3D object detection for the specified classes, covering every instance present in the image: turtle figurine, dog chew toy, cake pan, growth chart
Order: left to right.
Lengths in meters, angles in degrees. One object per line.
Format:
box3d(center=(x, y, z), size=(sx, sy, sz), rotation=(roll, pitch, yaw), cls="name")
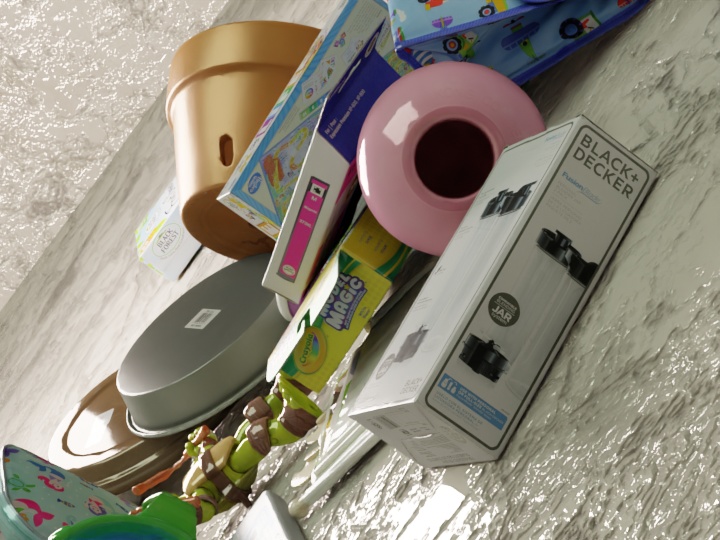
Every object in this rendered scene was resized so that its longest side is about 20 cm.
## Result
box3d(center=(-0.120, 0.055, 1.895), size=(0.200, 0.037, 0.200), rotation=(-32, 21, 14), cls="cake pan")
box3d(center=(-0.096, 0.142, 1.665), size=(0.161, 0.064, 0.200), rotation=(-45, 6, 11), cls="turtle figurine")
box3d(center=(0.011, 0.069, 1.569), size=(0.145, 0.018, 0.200), rotation=(-44, 17, 42), cls="growth chart")
box3d(center=(0.061, -0.072, 1.531), size=(0.125, 0.124, 0.200), rotation=(-54, 0, 2), cls="dog chew toy")

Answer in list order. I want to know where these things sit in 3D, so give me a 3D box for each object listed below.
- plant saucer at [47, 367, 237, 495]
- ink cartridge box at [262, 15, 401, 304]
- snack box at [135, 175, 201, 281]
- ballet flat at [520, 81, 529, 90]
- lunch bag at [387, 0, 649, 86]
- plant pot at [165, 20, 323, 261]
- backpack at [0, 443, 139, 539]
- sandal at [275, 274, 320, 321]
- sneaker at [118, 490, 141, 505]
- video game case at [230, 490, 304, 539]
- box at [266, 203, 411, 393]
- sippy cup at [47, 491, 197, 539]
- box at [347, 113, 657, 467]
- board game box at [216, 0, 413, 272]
box3d(center=(-0.185, 0.121, 1.952), size=(0.200, 0.030, 0.200), rotation=(-28, 23, 13), cls="plant saucer")
box3d(center=(-0.015, -0.073, 1.586), size=(0.095, 0.037, 0.200), rotation=(-57, -10, -41), cls="ink cartridge box")
box3d(center=(-0.169, -0.094, 2.544), size=(0.200, 0.053, 0.142), rotation=(-54, 12, 6), cls="snack box")
box3d(center=(0.133, -0.189, 1.709), size=(0.200, 0.067, 0.070), rotation=(-55, 37, -1), cls="ballet flat")
box3d(center=(0.122, -0.215, 1.635), size=(0.200, 0.094, 0.151), rotation=(-23, 45, 16), cls="lunch bag")
box3d(center=(-0.071, -0.095, 1.936), size=(0.200, 0.200, 0.140), rotation=(-38, 38, 52), cls="plant pot")
box3d(center=(-0.232, 0.235, 1.678), size=(0.151, 0.177, 0.200), rotation=(-55, 16, 21), cls="backpack")
box3d(center=(-0.008, -0.045, 1.840), size=(0.050, 0.083, 0.203), rotation=(11, 55, 28), cls="sandal")
box3d(center=(-0.212, 0.169, 2.009), size=(0.080, 0.076, 0.200), rotation=(-43, 17, 11), cls="sneaker")
box3d(center=(-0.095, 0.243, 1.500), size=(0.182, 0.022, 0.200), rotation=(-55, 13, 2), cls="video game case")
box3d(center=(0.000, 0.000, 1.623), size=(0.117, 0.048, 0.200), rotation=(-57, -1, 35), cls="box")
box3d(center=(-0.157, 0.232, 1.443), size=(0.178, 0.140, 0.130), rotation=(-27, -11, -24), cls="sippy cup")
box3d(center=(0.082, 0.014, 1.354), size=(0.200, 0.060, 0.117), rotation=(-60, 14, -18), cls="box")
box3d(center=(-0.002, -0.100, 1.776), size=(0.200, 0.134, 0.034), rotation=(-59, 13, -18), cls="board game box")
